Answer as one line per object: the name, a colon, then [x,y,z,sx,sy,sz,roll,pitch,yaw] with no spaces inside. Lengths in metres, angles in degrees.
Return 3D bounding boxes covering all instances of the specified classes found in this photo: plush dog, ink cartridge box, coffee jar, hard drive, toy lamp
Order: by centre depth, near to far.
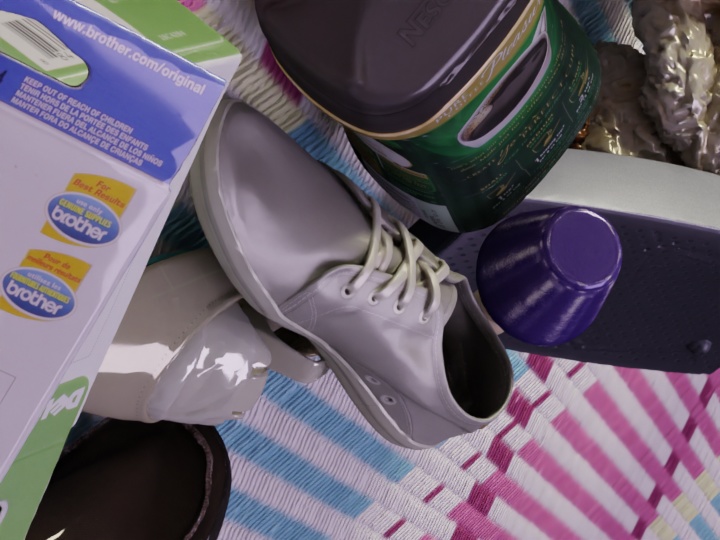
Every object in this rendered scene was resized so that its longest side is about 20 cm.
ink cartridge box: [-0.135,0.005,0.692,0.119,0.042,0.201,26,104,-28]
ink cartridge box: [-0.122,0.007,0.801,0.104,0.059,0.201,-20,141,-58]
coffee jar: [0.028,-0.087,0.975,0.104,0.085,0.200,-50,163,-2]
toy lamp: [0.055,0.019,1.101,0.058,0.058,0.200,-46,-178,-24]
hard drive: [0.115,-0.004,1.209,0.199,0.043,0.135,10,148,-28]
plush dog: [0.147,-0.069,1.259,0.171,0.161,0.200,-29,161,6]

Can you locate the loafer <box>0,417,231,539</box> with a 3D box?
loafer: [-0.123,0.123,0.982,0.200,0.073,0.071,-48,163,-21]

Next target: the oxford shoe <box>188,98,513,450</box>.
oxford shoe: [0.000,0.000,0.989,0.200,0.057,0.076,49,42,-41]

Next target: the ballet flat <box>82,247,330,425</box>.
ballet flat: [-0.049,0.024,1.009,0.200,0.069,0.070,-24,145,-58]
